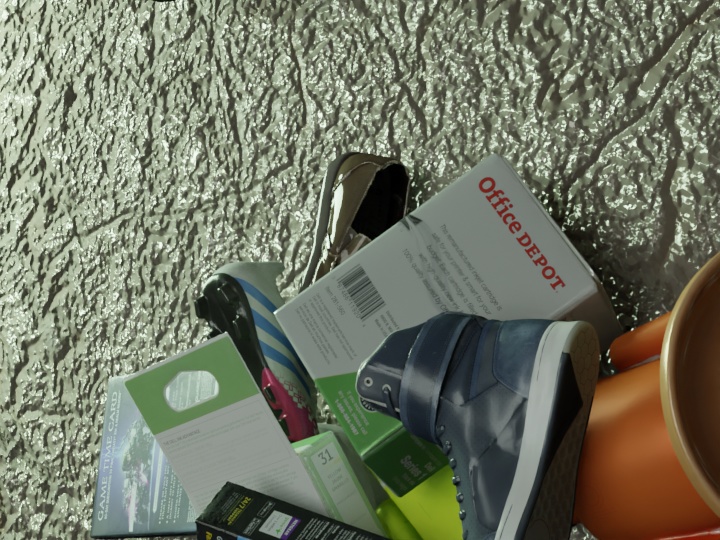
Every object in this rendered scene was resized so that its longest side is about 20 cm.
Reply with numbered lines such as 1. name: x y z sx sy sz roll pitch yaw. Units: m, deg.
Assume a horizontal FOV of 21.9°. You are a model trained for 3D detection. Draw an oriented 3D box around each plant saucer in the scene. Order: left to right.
1. plant saucer: 0.262 0.075 1.097 0.037 0.200 0.201 144 125 -65

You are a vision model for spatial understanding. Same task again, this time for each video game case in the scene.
1. video game case: -0.162 0.151 1.558 0.200 0.019 0.143 -13 67 52

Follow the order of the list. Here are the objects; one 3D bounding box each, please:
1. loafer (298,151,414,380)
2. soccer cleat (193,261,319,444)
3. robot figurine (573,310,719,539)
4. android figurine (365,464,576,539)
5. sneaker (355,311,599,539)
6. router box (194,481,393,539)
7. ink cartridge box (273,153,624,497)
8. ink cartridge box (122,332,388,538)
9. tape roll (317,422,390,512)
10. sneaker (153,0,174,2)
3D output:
1. loafer: 0.000 0.000 1.409 0.071 0.073 0.201 -17 66 54
2. soccer cleat: -0.056 0.085 1.425 0.070 0.086 0.201 -19 90 46
3. robot figurine: 0.206 0.113 1.183 0.200 0.117 0.144 -24 32 38
4. android figurine: 0.076 0.132 1.335 0.182 0.041 0.200 -52 48 11
5. sneaker: 0.060 0.123 1.169 0.146 0.077 0.203 7 76 29
6. router box: -0.037 0.257 1.330 0.149 0.051 0.200 16 131 23
7. ink cartridge box: 0.063 0.037 1.300 0.200 0.084 0.146 -35 54 3
8. ink cartridge box: -0.077 0.143 1.369 0.145 0.048 0.200 -24 93 46
9. tape roll: -0.045 0.218 1.453 0.202 0.037 0.203 -10 75 41
10. sneaker: -0.151 -0.338 1.637 0.200 0.076 0.115 -56 45 7
